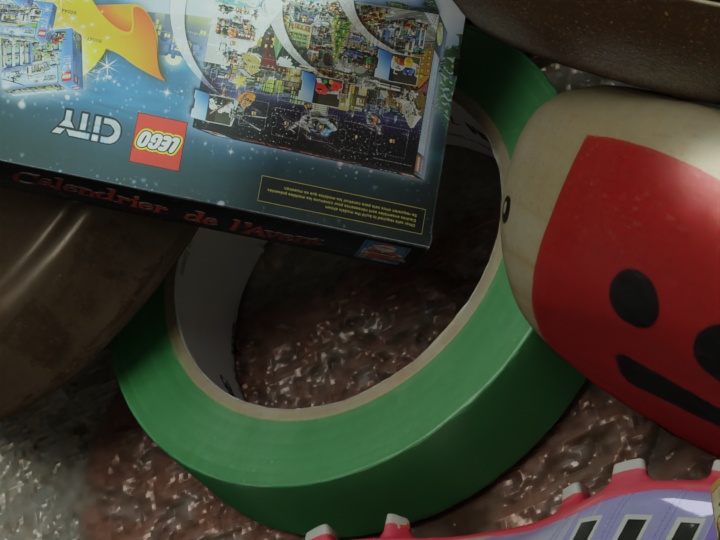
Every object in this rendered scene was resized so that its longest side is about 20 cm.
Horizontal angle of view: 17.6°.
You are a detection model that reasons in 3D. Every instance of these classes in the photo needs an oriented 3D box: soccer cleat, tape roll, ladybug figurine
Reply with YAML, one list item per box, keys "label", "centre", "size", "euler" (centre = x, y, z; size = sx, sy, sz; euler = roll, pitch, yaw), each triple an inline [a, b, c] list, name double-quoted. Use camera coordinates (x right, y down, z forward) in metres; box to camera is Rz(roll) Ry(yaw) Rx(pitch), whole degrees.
- label: "soccer cleat"
  centre: [0.061, 0.113, 0.764]
  size: [0.199, 0.067, 0.077]
  euler: [-12, 61, 28]
- label: "tape roll"
  centre: [0.000, 0.000, 0.882]
  size: [0.199, 0.048, 0.202]
  euler: [-15, 55, 23]
- label: "ladybug figurine"
  centre: [0.122, 0.014, 0.735]
  size: [0.199, 0.136, 0.072]
  euler: [26, 67, 33]

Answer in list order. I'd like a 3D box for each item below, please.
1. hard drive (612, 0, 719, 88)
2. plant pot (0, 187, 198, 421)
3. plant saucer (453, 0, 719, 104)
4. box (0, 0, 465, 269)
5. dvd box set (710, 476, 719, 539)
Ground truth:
- label: "hard drive"
  centre: [0.116, -0.181, 0.899]
  size: [0.131, 0.025, 0.201]
  euler: [-28, 68, 9]
- label: "plant pot"
  centre: [-0.167, -0.066, 0.904]
  size: [0.200, 0.174, 0.201]
  euler: [-37, 31, 27]
- label: "plant saucer"
  centre: [0.108, -0.086, 0.768]
  size: [0.200, 0.200, 0.037]
  euler: [26, 110, 40]
- label: "box"
  centre: [-0.064, -0.088, 0.825]
  size: [0.199, 0.038, 0.138]
  euler: [12, 77, -7]
- label: "dvd box set"
  centre: [0.176, 0.148, 0.621]
  size: [0.145, 0.029, 0.201]
  euler: [5, 61, -15]
